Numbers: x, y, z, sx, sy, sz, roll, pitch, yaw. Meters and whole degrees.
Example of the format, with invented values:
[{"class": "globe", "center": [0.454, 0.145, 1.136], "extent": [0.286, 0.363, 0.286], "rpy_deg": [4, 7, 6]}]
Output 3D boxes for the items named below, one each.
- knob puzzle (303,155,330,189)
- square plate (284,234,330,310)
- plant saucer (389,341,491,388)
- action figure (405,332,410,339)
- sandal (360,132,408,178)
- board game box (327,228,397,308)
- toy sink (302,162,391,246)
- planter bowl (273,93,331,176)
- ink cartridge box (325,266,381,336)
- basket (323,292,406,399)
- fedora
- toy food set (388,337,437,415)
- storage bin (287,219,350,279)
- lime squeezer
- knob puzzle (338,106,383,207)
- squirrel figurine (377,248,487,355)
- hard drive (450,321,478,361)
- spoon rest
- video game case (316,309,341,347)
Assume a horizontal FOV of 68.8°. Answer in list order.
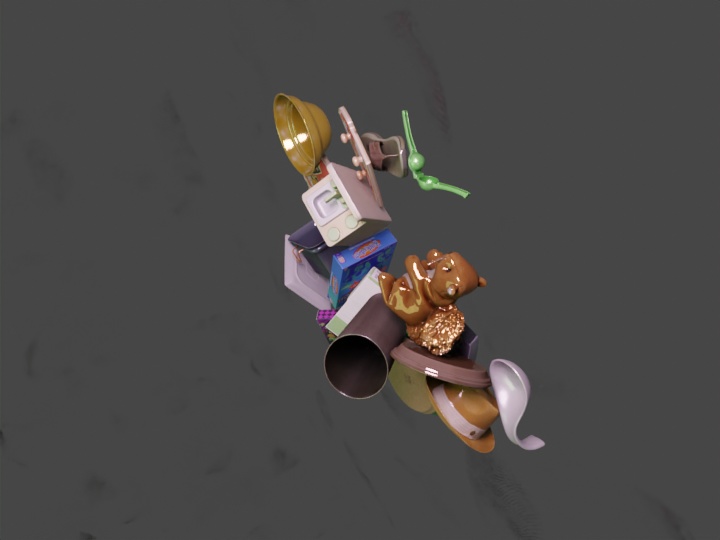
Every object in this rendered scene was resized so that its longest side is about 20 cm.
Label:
[{"class": "knob puzzle", "center": [-0.121, -0.253, 1.395], "extent": [0.220, 0.030, 0.220], "rpy_deg": [50, 155, 33]}, {"class": "square plate", "center": [-0.150, 0.009, 1.569], "extent": [0.198, 0.028, 0.201], "rpy_deg": [40, -148, -41]}, {"class": "plant saucer", "center": [0.155, 0.176, 1.006], "extent": [0.200, 0.199, 0.030], "rpy_deg": [18, 94, 61]}, {"class": "action figure", "center": [0.142, 0.205, 1.300], "extent": [0.201, 0.054, 0.118], "rpy_deg": [62, 160, 14]}, {"class": "sandal", "center": [0.038, -0.223, 1.032], "extent": [0.201, 0.057, 0.080], "rpy_deg": [35, 140, 59]}, {"class": "board game box", "center": [0.000, 0.000, 1.260], "extent": [0.045, 0.152, 0.200], "rpy_deg": [54, 157, 21]}, {"class": "toy sink", "center": [-0.037, -0.131, 1.113], "extent": [0.131, 0.112, 0.200], "rpy_deg": [60, -161, 7]}, {"class": "planter bowl", "center": [-0.126, -0.335, 1.262], "extent": [0.200, 0.083, 0.201], "rpy_deg": [48, 153, 34]}, {"class": "ink cartridge box", "center": [0.028, 0.107, 1.263], "extent": [0.145, 0.048, 0.200], "rpy_deg": [38, 125, -4]}, {"class": "basket", "center": [0.027, 0.146, 1.132], "extent": [0.136, 0.200, 0.181], "rpy_deg": [29, 129, 7]}, {"class": "fedora", "center": [0.219, 0.264, 1.055], "extent": [0.200, 0.082, 0.201], "rpy_deg": [40, -162, -16]}, {"class": "toy food set", "center": [0.128, 0.244, 1.225], "extent": [0.198, 0.048, 0.201], "rpy_deg": [-18, 93, 60]}, {"class": "storage bin", "center": [-0.105, -0.050, 1.486], "extent": [0.200, 0.145, 0.135], "rpy_deg": [21, 143, 60]}, {"class": "lime squeezer", "center": [0.114, -0.189, 0.938], "extent": [0.201, 0.038, 0.071], "rpy_deg": [58, 158, 17]}, {"class": "knob puzzle", "center": [-0.014, -0.248, 1.085], "extent": [0.220, 0.030, 0.221], "rpy_deg": [-24, -90, -88]}, {"class": "squirrel figurine", "center": [0.153, 0.057, 1.001], "extent": [0.186, 0.141, 0.201], "rpy_deg": [-19, 79, 52]}, {"class": "hard drive", "center": [0.196, 0.169, 1.149], "extent": [0.135, 0.042, 0.201], "rpy_deg": [49, 154, 34]}, {"class": "spoon rest", "center": [0.295, 0.259, 1.000], "extent": [0.099, 0.060, 0.201], "rpy_deg": [11, 125, 64]}, {"class": "video game case", "center": [0.004, 0.167, 1.384], "extent": [0.182, 0.199, 0.036], "rpy_deg": [70, -155, -46]}]
